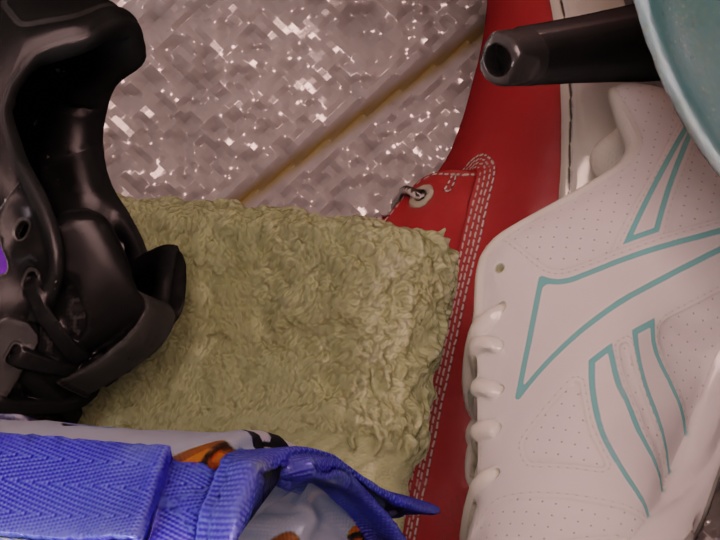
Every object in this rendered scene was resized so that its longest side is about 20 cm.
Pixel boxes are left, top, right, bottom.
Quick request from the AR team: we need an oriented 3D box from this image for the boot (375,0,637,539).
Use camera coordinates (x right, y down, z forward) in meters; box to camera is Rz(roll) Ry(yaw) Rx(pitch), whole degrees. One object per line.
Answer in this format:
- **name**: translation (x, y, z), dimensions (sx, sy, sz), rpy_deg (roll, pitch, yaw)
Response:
- **boot**: translation (0.000, 0.000, 0.782), dimensions (0.144, 0.072, 0.200), rpy_deg (3, 74, 2)

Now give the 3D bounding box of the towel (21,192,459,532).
- **towel**: translation (-0.070, 0.051, 0.735), dimensions (0.200, 0.036, 0.148), rpy_deg (1, 77, 32)

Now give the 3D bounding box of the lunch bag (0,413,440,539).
- **lunch bag**: translation (-0.065, 0.101, 0.593), dimensions (0.170, 0.200, 0.124), rpy_deg (1, 45, 25)

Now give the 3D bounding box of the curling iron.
- **curling iron**: translation (0.089, -0.071, 0.769), dimensions (0.200, 0.026, 0.050), rpy_deg (-21, 109, -48)

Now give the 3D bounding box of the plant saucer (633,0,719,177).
- **plant saucer**: translation (0.159, -0.083, 0.654), dimensions (0.200, 0.036, 0.200), rpy_deg (0, 90, 12)

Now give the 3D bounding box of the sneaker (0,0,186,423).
- **sneaker**: translation (-0.094, 0.020, 0.697), dimensions (0.099, 0.070, 0.200), rpy_deg (5, 83, 20)

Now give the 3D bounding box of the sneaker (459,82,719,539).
- **sneaker**: translation (0.052, 0.038, 0.702), dimensions (0.080, 0.070, 0.200), rpy_deg (30, 59, 8)
